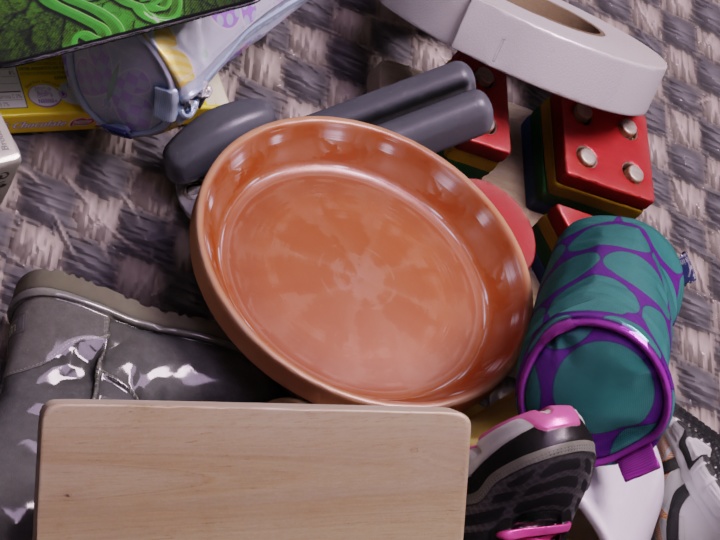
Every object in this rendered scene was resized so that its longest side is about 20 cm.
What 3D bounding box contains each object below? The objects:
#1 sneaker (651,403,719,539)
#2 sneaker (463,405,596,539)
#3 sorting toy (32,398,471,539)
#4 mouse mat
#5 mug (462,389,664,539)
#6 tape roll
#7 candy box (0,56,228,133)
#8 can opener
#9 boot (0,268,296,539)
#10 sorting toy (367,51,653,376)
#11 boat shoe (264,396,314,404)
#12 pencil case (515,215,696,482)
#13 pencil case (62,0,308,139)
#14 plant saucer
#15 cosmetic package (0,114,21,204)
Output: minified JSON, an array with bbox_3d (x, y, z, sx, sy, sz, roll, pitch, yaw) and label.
[{"bbox_3d":[0.198,0.140,1.112,0.073,0.080,0.200,33,12,-1],"label":"sneaker"},{"bbox_3d":[0.075,0.156,0.905,0.073,0.201,0.088,-1,40,-31],"label":"sneaker"},{"bbox_3d":[-0.058,0.159,0.873,0.198,0.070,0.201,3,94,-15],"label":"sorting toy"},{"bbox_3d":[-0.155,-0.177,1.049,0.160,0.008,0.200,-17,38,-15],"label":"mouse mat"},{"bbox_3d":[0.090,0.118,1.034,0.188,0.149,0.153,59,33,-4],"label":"mug"},{"bbox_3d":[0.105,-0.160,1.215,0.201,0.037,0.203,23,15,-7],"label":"tape roll"},{"bbox_3d":[-0.179,-0.131,1.093,0.199,0.026,0.103,-6,64,-36],"label":"candy box"},{"bbox_3d":[-0.019,-0.083,1.099,0.198,0.067,0.054,-21,53,-8],"label":"can opener"},{"bbox_3d":[-0.128,0.112,0.947,0.180,0.073,0.201,17,49,-13],"label":"boot"},{"bbox_3d":[0.107,-0.036,1.182,0.199,0.070,0.200,17,55,-24],"label":"sorting toy"},{"bbox_3d":[-0.015,0.166,0.973,0.064,0.071,0.202,3,82,-64],"label":"boat shoe"},{"bbox_3d":[0.135,0.035,1.009,0.093,0.085,0.200,62,19,-10],"label":"pencil case"},{"bbox_3d":[-0.090,-0.158,1.092,0.090,0.084,0.200,15,41,25],"label":"pencil case"},{"bbox_3d":[0.000,0.000,1.023,0.199,0.032,0.202,13,49,-16],"label":"plant saucer"},{"bbox_3d":[-0.285,-0.056,0.931,0.199,0.071,0.106,-22,76,-32],"label":"cosmetic package"}]
